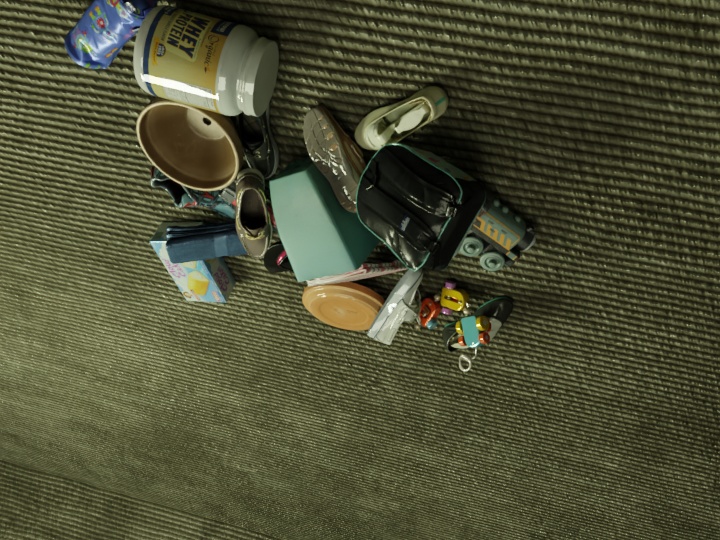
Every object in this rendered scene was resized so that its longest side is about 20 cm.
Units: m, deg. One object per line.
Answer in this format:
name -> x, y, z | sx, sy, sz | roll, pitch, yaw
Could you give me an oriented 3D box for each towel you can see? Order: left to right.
towel -> -0.307, -0.064, 1.471 | 0.199, 0.049, 0.112 | -9, 158, -13
towel -> 0.000, 0.000, 1.411 | 0.146, 0.200, 0.030 | -12, 87, 32

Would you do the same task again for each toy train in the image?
toy train -> 0.200, 0.108, 1.476 | 0.200, 0.055, 0.151 | 49, 129, 33
toy train -> 0.225, -0.082, 1.276 | 0.200, 0.085, 0.114 | 34, 129, -16

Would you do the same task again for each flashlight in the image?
flashlight -> -0.187, -0.124, 1.411 | 0.200, 0.068, 0.068 | 33, 175, -21

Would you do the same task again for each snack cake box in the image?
snack cake box -> -0.381, -0.017, 1.605 | 0.115, 0.067, 0.200 | 0, 136, 21

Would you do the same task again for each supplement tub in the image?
supplement tub -> -0.245, -0.334, 1.129 | 0.199, 0.145, 0.145 | 16, 140, 4

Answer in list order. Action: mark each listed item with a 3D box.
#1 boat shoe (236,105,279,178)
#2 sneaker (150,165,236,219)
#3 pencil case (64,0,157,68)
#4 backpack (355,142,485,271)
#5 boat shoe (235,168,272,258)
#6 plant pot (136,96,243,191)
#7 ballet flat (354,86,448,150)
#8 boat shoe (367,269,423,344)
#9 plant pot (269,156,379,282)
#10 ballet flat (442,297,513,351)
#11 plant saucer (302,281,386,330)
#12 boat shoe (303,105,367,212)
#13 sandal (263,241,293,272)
boat shoe -> -0.195, -0.242, 1.281 | 0.068, 0.057, 0.200 | 10, 139, 11
sneaker -> -0.336, -0.150, 1.411 | 0.200, 0.096, 0.079 | 33, 140, -19
pencil case -> -0.413, -0.408, 1.164 | 0.200, 0.078, 0.087 | -22, 103, 40
backpack -> 0.097, -0.114, 1.176 | 0.200, 0.153, 0.176 | 37, 115, 27
boat shoe -> -0.208, -0.097, 1.353 | 0.072, 0.060, 0.201 | -2, 130, -6
plant pot -> -0.299, -0.251, 1.285 | 0.200, 0.093, 0.201 | 12, 140, 10
ballet flat -> 0.057, -0.244, 1.168 | 0.200, 0.070, 0.069 | -25, 123, 40
boat shoe -> 0.096, 0.083, 1.482 | 0.086, 0.075, 0.202 | 30, 115, -4
plant pot -> -0.075, -0.109, 1.319 | 0.141, 0.141, 0.200 | -11, 115, 32
ballet flat -> 0.253, 0.126, 1.505 | 0.068, 0.069, 0.200 | 25, 142, -24
plant saucer -> -0.035, 0.085, 1.577 | 0.199, 0.032, 0.201 | 10, 151, 5
boat shoe -> -0.035, -0.202, 1.250 | 0.076, 0.072, 0.200 | -13, 110, 39
sandal -> -0.137, -0.029, 1.507 | 0.199, 0.045, 0.075 | -13, 130, 34
